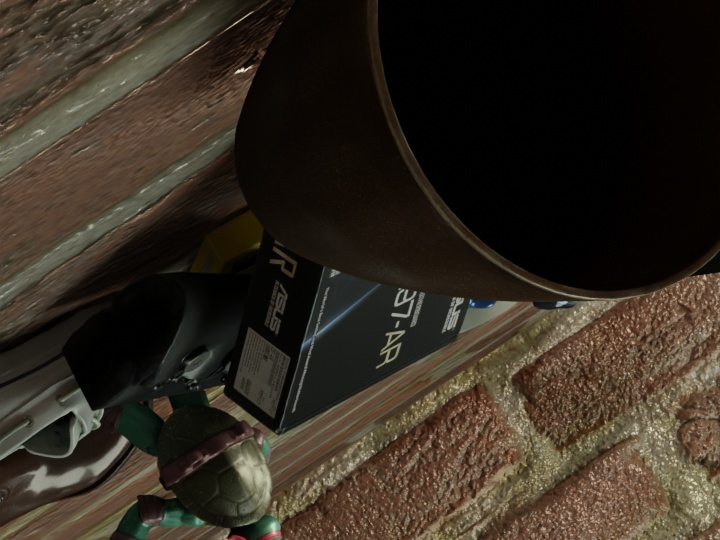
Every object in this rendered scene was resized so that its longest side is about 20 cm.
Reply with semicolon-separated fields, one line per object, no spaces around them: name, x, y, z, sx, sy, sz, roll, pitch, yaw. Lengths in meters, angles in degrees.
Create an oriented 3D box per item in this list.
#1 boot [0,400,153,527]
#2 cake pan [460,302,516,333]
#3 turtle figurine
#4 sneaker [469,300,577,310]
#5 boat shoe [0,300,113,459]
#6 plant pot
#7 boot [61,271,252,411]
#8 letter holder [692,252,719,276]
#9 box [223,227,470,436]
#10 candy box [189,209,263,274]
boot;-0.239;0.127;1.298;0.186;0.064;0.200;-37;167;13
cake pan;0.036;0.028;1.593;0.199;0.037;0.200;-17;-172;2
turtle figurine;-0.102;0.121;1.264;0.149;0.200;0.101;-24;169;-46
sneaker;0.137;-0.018;1.278;0.199;0.086;0.077;-13;163;37
boat shoe;-0.180;0.076;1.164;0.200;0.067;0.074;-25;169;-46
plant pot;0.033;-0.067;0.846;0.186;0.188;0.200;-28;-174;-31
boot;-0.053;0.010;1.165;0.200;0.066;0.165;4;129;-54
letter holder;0.229;-0.106;1.459;0.100;0.143;0.200;-8;148;-8
box;0.014;-0.027;1.084;0.160;0.043;0.201;-24;140;-46
candy box;-0.013;-0.044;1.254;0.199;0.026;0.102;-30;174;-19
